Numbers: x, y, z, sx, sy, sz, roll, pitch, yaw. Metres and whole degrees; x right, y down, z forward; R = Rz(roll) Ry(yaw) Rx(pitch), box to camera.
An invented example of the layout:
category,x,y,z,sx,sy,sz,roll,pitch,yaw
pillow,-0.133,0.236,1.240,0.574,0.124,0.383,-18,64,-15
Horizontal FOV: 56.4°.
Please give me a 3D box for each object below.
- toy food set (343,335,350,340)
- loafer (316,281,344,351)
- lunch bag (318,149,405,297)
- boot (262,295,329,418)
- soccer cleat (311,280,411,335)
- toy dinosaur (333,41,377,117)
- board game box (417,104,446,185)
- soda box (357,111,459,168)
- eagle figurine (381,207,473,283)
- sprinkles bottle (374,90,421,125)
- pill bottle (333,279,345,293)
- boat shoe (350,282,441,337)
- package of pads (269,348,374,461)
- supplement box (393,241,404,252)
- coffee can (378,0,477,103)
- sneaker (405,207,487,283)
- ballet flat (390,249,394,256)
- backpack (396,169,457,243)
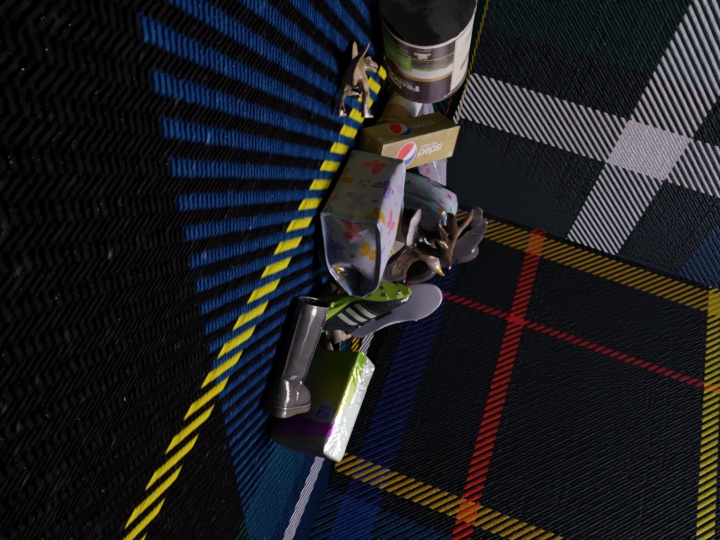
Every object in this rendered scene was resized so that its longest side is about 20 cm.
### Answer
category,x,y,z,sx,sy,sz,roll,pitch,yaw
toy food set,-0.020,0.074,1.619,0.201,0.048,0.199,97,13,-54
loafer,-0.057,0.098,1.322,0.201,0.069,0.076,99,12,-51
lunch bag,0.004,-0.074,1.162,0.201,0.126,0.171,85,21,-49
boot,-0.103,0.145,1.171,0.182,0.072,0.202,21,81,-84
soccer cleat,-0.003,0.071,1.230,0.068,0.198,0.082,-107,-174,-56
toy dinosaur,-0.009,-0.265,0.933,0.200,0.058,0.102,-72,164,-76
board game box,0.149,-0.282,1.491,0.201,0.041,0.201,-80,154,-51
soda box,0.089,-0.235,1.238,0.199,0.064,0.068,-22,139,-36
eagle figurine,0.102,-0.041,1.252,0.151,0.199,0.153,-19,100,-39
sprinkles bottle,0.089,-0.334,1.341,0.069,0.068,0.201,99,12,-52
pill bottle,0.000,0.000,1.371,0.201,0.103,0.105,102,11,-45
boat shoe,0.069,0.076,1.353,0.075,0.200,0.086,64,9,-6
package of pads,-0.074,0.248,1.276,0.068,0.153,0.201,44,58,-39
supplement box,0.089,-0.087,1.718,0.074,0.125,0.202,90,21,-72
coffee can,0.106,-0.377,1.072,0.200,0.145,0.148,63,46,-79
sneaker,0.162,-0.048,1.336,0.104,0.198,0.060,53,18,-53
ballet flat,0.038,-0.048,1.463,0.067,0.066,0.201,56,14,-46
backpack,0.101,-0.131,1.414,0.168,0.198,0.127,99,15,-55
